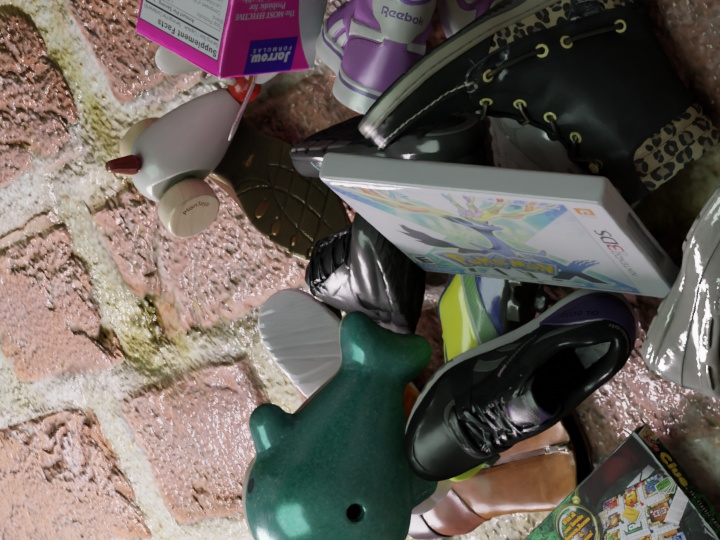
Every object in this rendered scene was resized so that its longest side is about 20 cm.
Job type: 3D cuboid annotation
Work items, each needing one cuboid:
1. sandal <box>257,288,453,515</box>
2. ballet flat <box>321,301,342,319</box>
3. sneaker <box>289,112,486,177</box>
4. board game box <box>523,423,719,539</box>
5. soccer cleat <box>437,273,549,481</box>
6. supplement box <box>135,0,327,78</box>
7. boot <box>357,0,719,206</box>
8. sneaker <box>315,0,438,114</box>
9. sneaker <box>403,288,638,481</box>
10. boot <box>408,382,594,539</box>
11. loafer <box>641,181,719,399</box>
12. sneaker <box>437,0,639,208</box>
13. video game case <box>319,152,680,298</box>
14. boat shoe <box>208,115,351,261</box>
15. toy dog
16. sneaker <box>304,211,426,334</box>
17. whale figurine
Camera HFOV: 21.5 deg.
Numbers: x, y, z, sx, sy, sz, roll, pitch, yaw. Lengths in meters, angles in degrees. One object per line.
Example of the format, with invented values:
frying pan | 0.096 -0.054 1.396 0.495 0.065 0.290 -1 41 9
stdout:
sandal | 0.004 0.095 1.486 0.079 0.059 0.207 -40 86 12
ballet flat | -0.008 0.117 1.593 0.068 0.068 0.202 -15 94 54
sneaker | 0.020 -0.072 1.429 0.199 0.075 0.080 5 119 50
board game box | 0.182 0.211 1.399 0.105 0.023 0.200 51 131 14
soccer cleat | 0.087 0.059 1.417 0.083 0.064 0.202 28 115 37
supplement box | -0.080 -0.251 1.367 0.103 0.101 0.201 32 120 35
boot | 0.116 -0.095 1.207 0.154 0.203 0.073 57 179 -1
sneaker | 0.022 -0.183 1.321 0.201 0.072 0.115 -111 36 -69
sneaker | 0.105 0.087 1.330 0.200 0.088 0.076 -39 97 18
boot | 0.080 0.115 1.492 0.199 0.068 0.190 -24 81 49
loafer | 0.240 0.004 1.216 0.070 0.070 0.201 33 141 19
sneaker | 0.106 -0.107 1.296 0.201 0.075 0.100 57 144 7
video game case | 0.097 -0.028 1.259 0.199 0.022 0.182 7 164 28
boat shoe | -0.070 -0.070 1.557 0.200 0.072 0.068 41 -177 32
toy dog | -0.135 -0.126 1.500 0.131 0.096 0.201 27 102 35
sneaker | 0.000 0.000 1.422 0.090 0.077 0.200 10 160 8
whale figurine | -0.006 0.135 1.401 0.158 0.201 0.104 24 177 -18
